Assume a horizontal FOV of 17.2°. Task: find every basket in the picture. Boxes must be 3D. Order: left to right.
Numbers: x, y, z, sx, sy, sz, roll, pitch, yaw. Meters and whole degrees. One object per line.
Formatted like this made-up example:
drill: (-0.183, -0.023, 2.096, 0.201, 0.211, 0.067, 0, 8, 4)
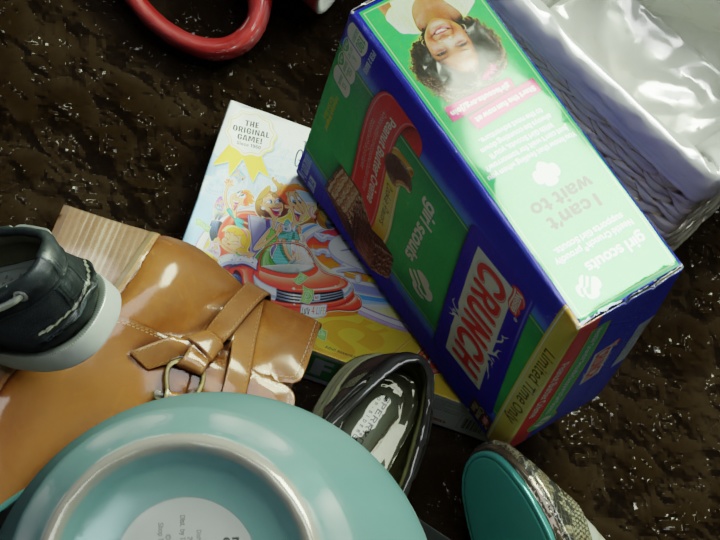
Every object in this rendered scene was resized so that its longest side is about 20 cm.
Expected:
basket: (0.164, -0.128, 1.353, 0.200, 0.161, 0.198, 44, 61, 11)

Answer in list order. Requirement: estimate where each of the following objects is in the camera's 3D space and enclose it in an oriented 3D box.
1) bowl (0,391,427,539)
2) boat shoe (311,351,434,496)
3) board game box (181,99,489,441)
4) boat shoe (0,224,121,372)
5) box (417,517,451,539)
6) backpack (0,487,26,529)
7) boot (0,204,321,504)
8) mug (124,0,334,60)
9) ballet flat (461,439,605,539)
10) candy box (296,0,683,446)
bowl: (-0.068, 0.135, 0.965, 0.199, 0.105, 0.203, -1, 73, 4)
boat shoe: (-0.018, 0.127, 1.208, 0.071, 0.066, 0.202, 28, 70, -5)
board game box: (0.000, 0.000, 1.313, 0.198, 0.034, 0.135, 19, 59, -5)
boat shoe: (-0.208, 0.011, 1.171, 0.060, 0.199, 0.076, 50, 44, -39)
box: (0.044, 0.194, 1.118, 0.199, 0.160, 0.044, 35, 58, -17)
backpack: (-0.155, 0.210, 1.082, 0.199, 0.153, 0.177, -31, 75, -5)
boot: (-0.117, 0.079, 1.213, 0.154, 0.077, 0.201, 24, 66, -6)
mug: (-0.092, -0.235, 1.362, 0.199, 0.134, 0.178, 26, 57, 4)
ballet flat: (0.113, 0.182, 1.238, 0.075, 0.068, 0.201, -5, 68, -42)
candy box: (0.061, -0.028, 1.226, 0.077, 0.169, 0.201, -30, 73, -23)
